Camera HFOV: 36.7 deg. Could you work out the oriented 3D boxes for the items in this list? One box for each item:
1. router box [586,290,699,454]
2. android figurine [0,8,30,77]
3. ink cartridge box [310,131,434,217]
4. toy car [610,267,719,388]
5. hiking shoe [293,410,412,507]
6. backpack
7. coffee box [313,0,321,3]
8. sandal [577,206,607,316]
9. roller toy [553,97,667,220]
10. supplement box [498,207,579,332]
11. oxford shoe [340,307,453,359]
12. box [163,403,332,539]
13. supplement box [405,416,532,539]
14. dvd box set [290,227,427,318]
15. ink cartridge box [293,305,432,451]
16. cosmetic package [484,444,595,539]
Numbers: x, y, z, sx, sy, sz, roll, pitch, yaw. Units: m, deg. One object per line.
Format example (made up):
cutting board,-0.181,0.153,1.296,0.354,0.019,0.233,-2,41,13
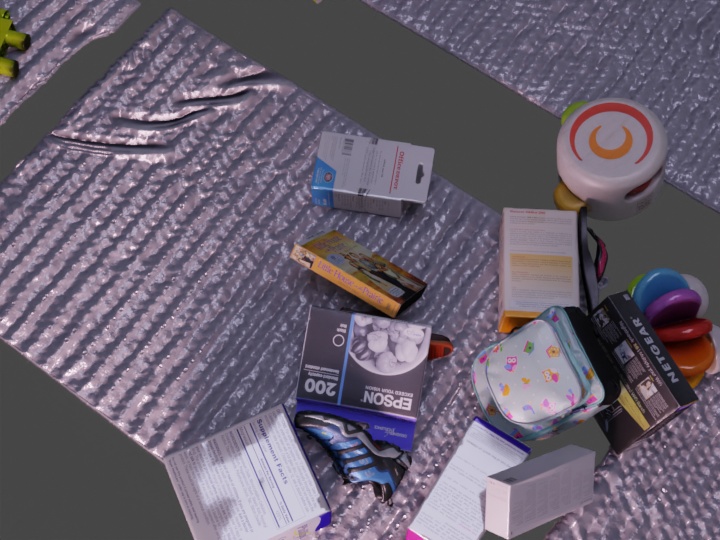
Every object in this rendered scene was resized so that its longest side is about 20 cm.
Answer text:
router box,0.404,0.158,1.678,0.052,0.157,0.201,-12,63,-37
android figurine,-0.714,-0.414,1.995,0.198,0.041,0.184,11,66,4
ink cartridge box,0.022,-0.162,1.872,0.198,0.067,0.117,9,65,4
toy car,0.489,0.085,1.717,0.173,0.150,0.202,-14,66,-7
hiking shoe,-0.018,0.279,1.643,0.199,0.074,0.087,28,74,-10
backpack,0.269,0.166,1.653,0.153,0.200,0.177,-3,62,-53
coffee box,-0.076,-0.669,2.030,0.197,0.200,0.200,-38,71,-16
sandal,0.387,-0.006,1.791,0.045,0.075,0.202,-7,81,7
roller toy,0.425,-0.183,1.845,0.180,0.140,0.202,6,64,14
supplement box,0.293,0.002,1.795,0.125,0.074,0.202,4,66,1
oxford shoe,0.054,0.097,1.754,0.198,0.071,0.073,9,60,3
box,-0.166,0.330,1.624,0.198,0.105,0.185,-23,67,-10
supplement box,0.161,0.337,1.626,0.103,0.101,0.201,29,68,12
dvd box set,0.000,0.000,1.767,0.199,0.146,0.030,30,111,13
ink cartridge box,0.001,0.169,1.691,0.196,0.043,0.202,9,90,6
cosmetic package,0.264,0.321,1.592,0.199,0.050,0.083,-9,103,-41
